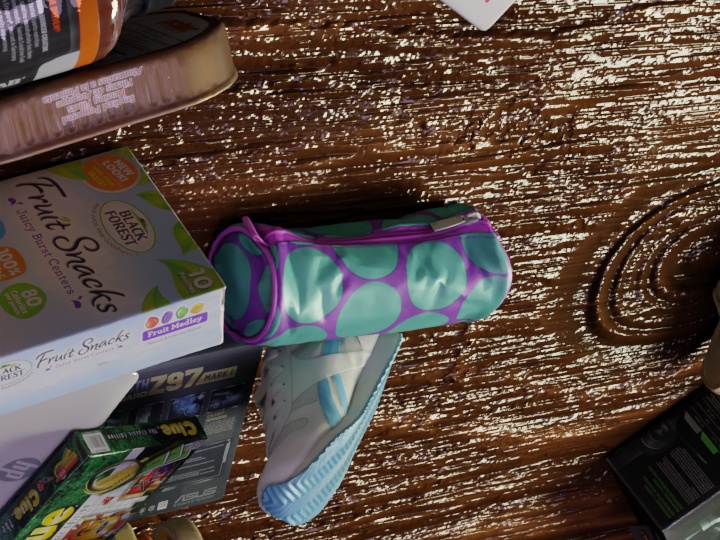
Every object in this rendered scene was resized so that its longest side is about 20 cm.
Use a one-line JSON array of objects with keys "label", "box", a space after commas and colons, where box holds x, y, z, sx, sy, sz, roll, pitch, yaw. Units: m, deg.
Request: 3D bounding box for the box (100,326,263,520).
[{"label": "box", "box": [-0.174, 0.105, 1.473, 0.200, 0.051, 0.158, -12, 138, -30]}]

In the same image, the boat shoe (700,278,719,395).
[{"label": "boat shoe", "box": [0.321, 0.020, 1.775, 0.069, 0.074, 0.200, 8, 124, -29]}]

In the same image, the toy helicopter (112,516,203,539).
[{"label": "toy helicopter", "box": [-0.146, 0.231, 1.526, 0.079, 0.132, 0.200, -13, 159, -29]}]

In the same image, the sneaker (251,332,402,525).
[{"label": "sneaker", "box": [-0.038, 0.096, 1.470, 0.200, 0.081, 0.077, -60, 171, -56]}]

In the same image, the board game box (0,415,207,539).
[{"label": "board game box", "box": [-0.193, 0.163, 1.435, 0.105, 0.023, 0.200, -2, 145, -46]}]

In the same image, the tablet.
[{"label": "tablet", "box": [-0.232, 0.119, 1.357, 0.130, 0.014, 0.200, 1, 144, -37]}]

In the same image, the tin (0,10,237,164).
[{"label": "tin", "box": [-0.165, -0.101, 1.210, 0.200, 0.112, 0.042, -20, 116, -23]}]

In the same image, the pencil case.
[{"label": "pencil case", "box": [0.000, 0.000, 1.473, 0.200, 0.085, 0.092, -7, 134, -33]}]

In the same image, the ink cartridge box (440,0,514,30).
[{"label": "ink cartridge box", "box": [0.029, -0.256, 1.169, 0.147, 0.146, 0.200, -46, 142, 13]}]

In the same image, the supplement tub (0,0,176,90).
[{"label": "supplement tub", "box": [-0.197, -0.145, 1.140, 0.200, 0.107, 0.107, -19, 140, -22]}]

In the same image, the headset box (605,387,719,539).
[{"label": "headset box", "box": [0.327, 0.184, 1.928, 0.200, 0.093, 0.174, -36, 144, -1]}]

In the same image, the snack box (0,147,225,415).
[{"label": "snack box", "box": [-0.198, 0.010, 1.275, 0.200, 0.142, 0.053, -17, 138, -24]}]
